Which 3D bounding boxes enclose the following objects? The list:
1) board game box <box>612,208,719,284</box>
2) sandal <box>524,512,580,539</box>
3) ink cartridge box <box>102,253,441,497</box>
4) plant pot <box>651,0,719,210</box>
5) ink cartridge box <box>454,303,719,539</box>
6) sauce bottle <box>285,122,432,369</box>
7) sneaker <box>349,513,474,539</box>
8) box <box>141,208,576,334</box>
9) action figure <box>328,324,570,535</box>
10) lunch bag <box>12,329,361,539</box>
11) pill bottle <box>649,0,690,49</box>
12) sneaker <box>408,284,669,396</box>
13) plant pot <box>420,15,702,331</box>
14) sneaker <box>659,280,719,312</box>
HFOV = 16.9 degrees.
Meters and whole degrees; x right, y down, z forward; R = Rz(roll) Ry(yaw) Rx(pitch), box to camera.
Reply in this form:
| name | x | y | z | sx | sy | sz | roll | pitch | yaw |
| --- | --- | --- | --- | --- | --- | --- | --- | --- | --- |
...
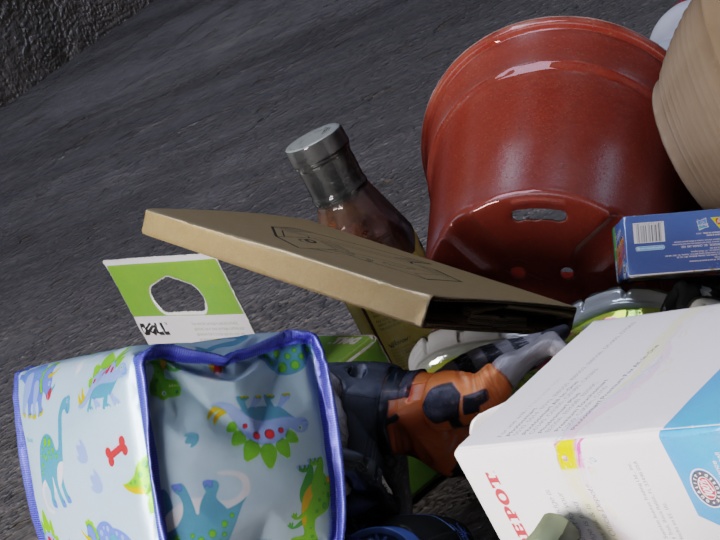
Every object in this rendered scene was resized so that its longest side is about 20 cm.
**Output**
| name | x | y | z | sx | sy | sz | roll | pitch | yaw |
| --- | --- | --- | --- | --- | --- | --- | --- | --- | --- |
| board game box | 0.244 | -0.018 | 1.350 | 0.200 | 0.034 | 0.135 | -4 | -2 | 4 |
| sandal | 0.030 | 0.175 | 1.149 | 0.201 | 0.057 | 0.080 | -53 | 4 | 30 |
| ink cartridge box | -0.054 | 0.059 | 1.500 | 0.076 | 0.200 | 0.148 | -36 | 18 | -28 |
| plant pot | 0.244 | -0.093 | 1.497 | 0.093 | 0.201 | 0.201 | -27 | 14 | 24 |
| ink cartridge box | 0.156 | 0.098 | 1.148 | 0.200 | 0.129 | 0.125 | -8 | 24 | 49 |
| sauce bottle | 0.014 | -0.001 | 1.581 | 0.066 | 0.200 | 0.066 | -24 | 16 | 7 |
| sneaker | -0.024 | 0.187 | 1.310 | 0.200 | 0.070 | 0.078 | -28 | -13 | 31 |
| box | 0.000 | 0.000 | 1.388 | 0.200 | 0.021 | 0.163 | 19 | 8 | 33 |
| action figure | 0.023 | 0.091 | 1.332 | 0.193 | 0.105 | 0.200 | -4 | -24 | 3 |
| lunch bag | -0.083 | 0.136 | 1.204 | 0.127 | 0.200 | 0.170 | -4 | -4 | -28 |
| pill bottle | 0.289 | -0.172 | 1.833 | 0.112 | 0.112 | 0.200 | -10 | 23 | 48 |
| sneaker | 0.122 | 0.073 | 1.425 | 0.200 | 0.078 | 0.090 | -14 | 46 | 23 |
| plant pot | 0.124 | -0.031 | 1.541 | 0.201 | 0.201 | 0.195 | -22 | 24 | 21 |
| sneaker | 0.212 | 0.037 | 1.334 | 0.200 | 0.088 | 0.076 | -28 | 13 | -5 |
